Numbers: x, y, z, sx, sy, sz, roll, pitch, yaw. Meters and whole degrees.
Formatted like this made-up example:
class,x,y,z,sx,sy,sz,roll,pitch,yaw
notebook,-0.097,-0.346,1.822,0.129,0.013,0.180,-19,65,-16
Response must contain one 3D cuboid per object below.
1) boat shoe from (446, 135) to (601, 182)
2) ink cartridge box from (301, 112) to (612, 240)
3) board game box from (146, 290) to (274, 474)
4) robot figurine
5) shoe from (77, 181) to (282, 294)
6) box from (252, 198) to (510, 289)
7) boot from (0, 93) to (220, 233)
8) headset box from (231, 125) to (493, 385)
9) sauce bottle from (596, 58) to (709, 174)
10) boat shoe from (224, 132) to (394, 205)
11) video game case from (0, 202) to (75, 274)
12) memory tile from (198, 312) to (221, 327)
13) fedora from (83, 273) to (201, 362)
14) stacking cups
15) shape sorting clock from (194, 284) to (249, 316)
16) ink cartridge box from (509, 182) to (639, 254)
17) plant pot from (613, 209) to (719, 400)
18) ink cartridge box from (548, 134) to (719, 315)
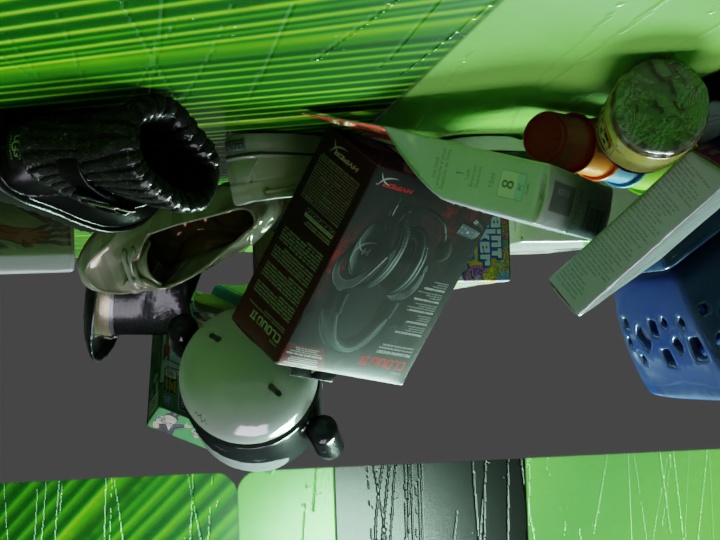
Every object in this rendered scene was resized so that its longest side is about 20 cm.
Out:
class,x,y,z,sx,sy,sz,roll,pitch,yaw
boat shoe,0.164,-0.083,1.457,0.198,0.061,0.076,-2,177,-3
ink cartridge box,0.071,-0.069,1.257,0.199,0.048,0.160,14,-177,25
board game box,-0.140,0.100,1.657,0.134,0.029,0.201,23,-149,-20
robot figurine,-0.092,0.104,1.483,0.149,0.126,0.200,-4,161,1
shoe,-0.160,-0.025,1.431,0.199,0.070,0.053,-22,-157,21
box,0.014,-0.041,1.575,0.191,0.123,0.200,0,177,-18
boot,-0.159,-0.073,1.214,0.157,0.080,0.211,-4,177,28
headset box,0.000,0.000,1.371,0.148,0.201,0.077,14,-161,-44
sauce bottle,0.191,-0.097,1.139,0.064,0.065,0.200,-2,176,3
boat shoe,-0.022,-0.074,1.405,0.199,0.070,0.071,0,177,-38
video game case,-0.347,-0.044,1.454,0.198,0.023,0.182,-1,-154,-10
memory tile,-0.056,0.053,1.547,0.153,0.017,0.200,12,158,-34
fedora,-0.195,0.003,1.586,0.091,0.202,0.201,11,178,0
stacking cups,0.195,-0.096,1.341,0.060,0.061,0.199,-4,172,41
shape sorting clock,-0.065,0.041,1.671,0.198,0.040,0.200,1,-173,0
ink cartridge box,0.173,-0.061,1.689,0.145,0.085,0.200,-1,177,-23
plant pot,0.361,0.002,1.710,0.200,0.180,0.200,-36,-171,-15
ink cartridge box,0.247,-0.061,1.231,0.200,0.043,0.196,-45,170,28
